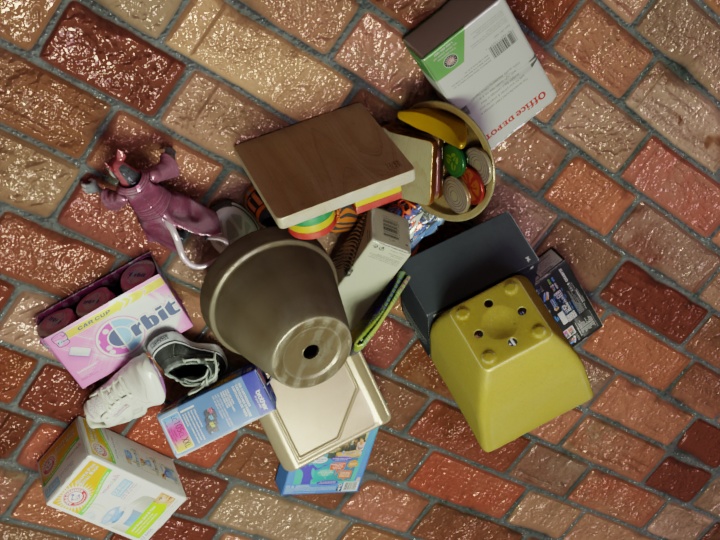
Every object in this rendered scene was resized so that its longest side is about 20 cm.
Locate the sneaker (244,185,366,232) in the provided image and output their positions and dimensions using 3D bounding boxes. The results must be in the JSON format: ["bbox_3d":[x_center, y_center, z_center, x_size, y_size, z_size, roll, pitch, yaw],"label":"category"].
[{"bbox_3d":[-0.068,-0.070,1.622,0.200,0.112,0.078,3,120,-28],"label":"sneaker"}]

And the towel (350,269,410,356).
[{"bbox_3d":[0.018,0.070,1.698,0.023,0.200,0.144,34,80,-3],"label":"towel"}]

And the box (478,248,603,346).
[{"bbox_3d":[0.309,0.089,1.945,0.198,0.050,0.200,-37,129,2],"label":"box"}]

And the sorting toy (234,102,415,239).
[{"bbox_3d":[-0.049,-0.131,1.536,0.199,0.200,0.070,-21,132,-11],"label":"sorting toy"}]

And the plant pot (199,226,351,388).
[{"bbox_3d":[-0.101,0.067,1.509,0.200,0.174,0.200,-14,127,-20],"label":"plant pot"}]

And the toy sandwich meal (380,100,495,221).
[{"bbox_3d":[0.103,-0.155,1.599,0.070,0.205,0.205,-30,135,-41],"label":"toy sandwich meal"}]

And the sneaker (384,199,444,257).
[{"bbox_3d":[0.073,-0.081,1.709,0.078,0.075,0.200,22,108,-31],"label":"sneaker"}]

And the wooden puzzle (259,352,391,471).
[{"bbox_3d":[-0.074,0.209,1.813,0.200,0.037,0.185,-26,96,-5],"label":"wooden puzzle"}]

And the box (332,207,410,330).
[{"bbox_3d":[0.000,0.000,1.677,0.068,0.082,0.200,20,131,-20],"label":"box"}]

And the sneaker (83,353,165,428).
[{"bbox_3d":[-0.351,0.190,1.627,0.100,0.075,0.200,-22,165,-35],"label":"sneaker"}]

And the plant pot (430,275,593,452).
[{"bbox_3d":[0.219,0.121,1.655,0.194,0.196,0.200,-27,150,-3],"label":"plant pot"}]

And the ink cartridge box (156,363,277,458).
[{"bbox_3d":[-0.206,0.206,1.710,0.200,0.136,0.076,-24,93,-3],"label":"ink cartridge box"}]

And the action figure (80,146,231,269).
[{"bbox_3d":[-0.288,-0.087,1.496,0.134,0.149,0.200,-34,143,6],"label":"action figure"}]

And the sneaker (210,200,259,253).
[{"bbox_3d":[-0.160,-0.005,1.621,0.076,0.115,0.201,-27,128,-6],"label":"sneaker"}]

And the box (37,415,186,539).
[{"bbox_3d":[-0.396,0.334,1.743,0.113,0.101,0.200,-47,128,9],"label":"box"}]

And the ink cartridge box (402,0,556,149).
[{"bbox_3d":[0.177,-0.295,1.606,0.146,0.084,0.200,-37,129,2],"label":"ink cartridge box"}]

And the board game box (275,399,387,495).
[{"bbox_3d":[-0.053,0.301,1.917,0.152,0.045,0.200,4,119,-26],"label":"board game box"}]

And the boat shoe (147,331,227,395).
[{"bbox_3d":[-0.249,0.147,1.666,0.074,0.068,0.199,-34,157,2],"label":"boat shoe"}]

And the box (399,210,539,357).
[{"bbox_3d":[0.172,0.024,1.760,0.200,0.104,0.182,-26,156,-8],"label":"box"}]

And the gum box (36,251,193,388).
[{"bbox_3d":[-0.364,0.076,1.610,0.200,0.066,0.114,-30,130,-5],"label":"gum box"}]
